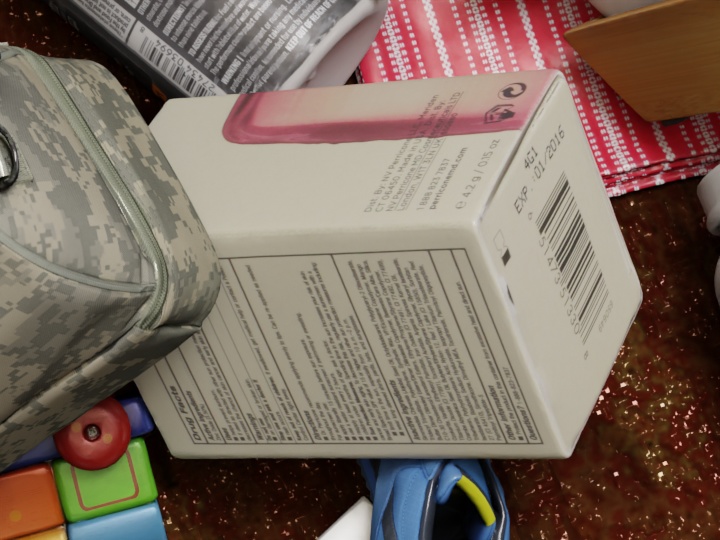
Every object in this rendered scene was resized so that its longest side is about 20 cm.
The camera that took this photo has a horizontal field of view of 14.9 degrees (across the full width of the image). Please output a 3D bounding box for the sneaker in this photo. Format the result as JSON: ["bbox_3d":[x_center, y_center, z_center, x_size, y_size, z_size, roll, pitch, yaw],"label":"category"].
[{"bbox_3d":[0.038,0.090,1.196,0.066,0.079,0.201,21,42,-19],"label":"sneaker"}]

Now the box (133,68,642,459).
[{"bbox_3d":[0.000,0.000,1.169,0.199,0.128,0.109,-1,39,30],"label":"box"}]

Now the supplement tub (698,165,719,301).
[{"bbox_3d":[0.244,0.030,1.214,0.144,0.145,0.201,-22,79,-8],"label":"supplement tub"}]

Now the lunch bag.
[{"bbox_3d":[-0.175,0.005,1.074,0.200,0.168,0.140,-34,79,21],"label":"lunch bag"}]

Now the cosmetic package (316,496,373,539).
[{"bbox_3d":[0.014,0.224,1.213,0.151,0.052,0.200,-43,82,-10],"label":"cosmetic package"}]

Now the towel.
[{"bbox_3d":[0.097,-0.103,1.309,0.199,0.022,0.146,-14,77,-6],"label":"towel"}]

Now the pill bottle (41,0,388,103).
[{"bbox_3d":[-0.093,-0.148,1.266,0.200,0.106,0.106,40,78,8],"label":"pill bottle"}]

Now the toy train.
[{"bbox_3d":[-0.179,0.127,1.215,0.199,0.085,0.116,-15,91,-6],"label":"toy train"}]

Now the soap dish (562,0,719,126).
[{"bbox_3d":[0.211,-0.135,1.240,0.199,0.157,0.082,-25,98,-23],"label":"soap dish"}]
